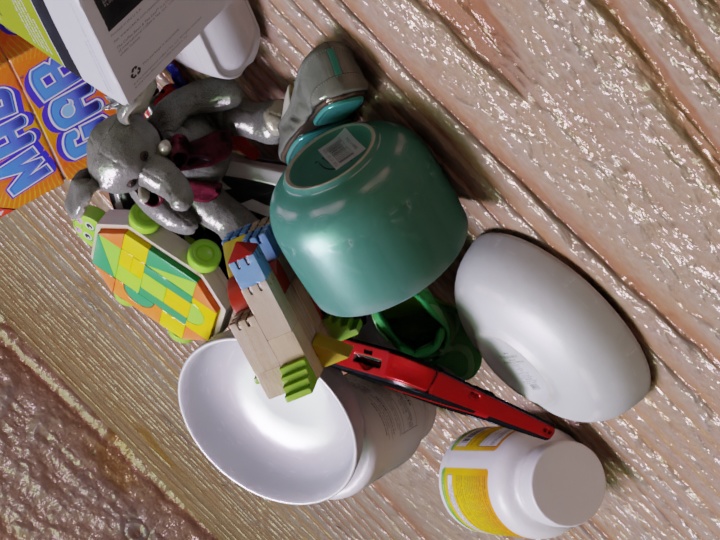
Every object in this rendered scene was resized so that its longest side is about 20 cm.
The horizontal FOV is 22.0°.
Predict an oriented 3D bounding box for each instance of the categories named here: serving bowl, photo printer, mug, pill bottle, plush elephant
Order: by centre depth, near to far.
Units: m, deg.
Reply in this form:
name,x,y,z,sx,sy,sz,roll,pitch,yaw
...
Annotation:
name,x,y,z,sx,sy,sz,roll,pitch,yaw
mug,-0.013,-0.051,1.569,0.184,0.153,0.115,-10,127,32
photo printer,-0.173,-0.257,1.603,0.166,0.070,0.200,33,162,29
serving bowl,0.154,0.063,1.614,0.200,0.066,0.200,39,161,16
plush elephant,-0.178,-0.102,1.668,0.199,0.155,0.165,31,118,10
serving bowl,-0.079,0.133,1.832,0.199,0.066,0.201,16,129,21
pill bottle,0.165,0.212,1.860,0.111,0.111,0.200,47,162,-11
pill bottle,0.004,0.163,1.963,0.114,0.115,0.200,39,-159,14

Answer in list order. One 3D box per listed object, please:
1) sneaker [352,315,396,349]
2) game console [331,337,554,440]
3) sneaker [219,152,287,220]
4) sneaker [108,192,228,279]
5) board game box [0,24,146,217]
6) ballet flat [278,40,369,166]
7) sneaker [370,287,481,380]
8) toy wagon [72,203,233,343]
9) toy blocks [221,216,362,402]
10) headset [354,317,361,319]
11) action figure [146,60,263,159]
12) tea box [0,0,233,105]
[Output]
name,x,y,z,sx,sy,sz,roll,pitch,yaw
sneaker,-0.009,0.073,1.892,0.198,0.076,0.115,1,156,19
game console,0.062,0.104,1.698,0.176,0.031,0.200,22,176,-28
sneaker,-0.137,-0.057,1.787,0.199,0.113,0.073,13,-168,21
sneaker,-0.168,-0.038,1.850,0.082,0.072,0.200,-7,127,47
board game box,-0.353,-0.210,1.813,0.200,0.199,0.200,56,170,31
ballet flat,-0.036,-0.147,1.604,0.200,0.067,0.064,132,119,-71
sneaker,0.051,0.055,1.686,0.200,0.074,0.084,47,-156,-46
toy wagon,-0.213,-0.007,1.827,0.199,0.040,0.155,33,147,6
toy blocks,-0.075,0.016,1.640,0.137,0.099,0.200,63,-162,-15
headset,0.000,0.000,1.738,0.123,0.094,0.201,23,146,8
action figure,-0.172,-0.173,1.807,0.199,0.065,0.099,20,157,50
tea box,-0.193,-0.271,1.416,0.196,0.200,0.134,35,161,28
